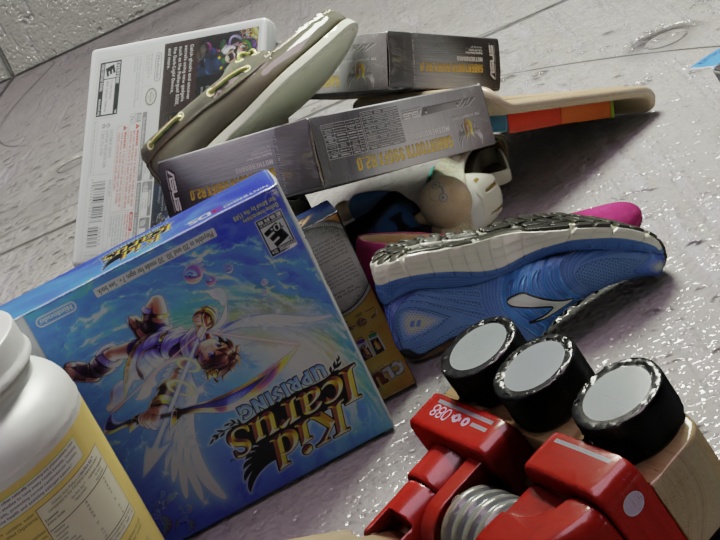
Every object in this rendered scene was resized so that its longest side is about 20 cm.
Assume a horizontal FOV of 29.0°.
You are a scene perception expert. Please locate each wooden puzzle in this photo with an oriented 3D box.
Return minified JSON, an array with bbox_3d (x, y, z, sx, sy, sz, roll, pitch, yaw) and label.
[{"bbox_3d":[0.122,-0.135,1.193,0.199,0.037,0.185,-6,6,-38],"label":"wooden puzzle"}]

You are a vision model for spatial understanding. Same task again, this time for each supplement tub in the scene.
[{"bbox_3d":[-0.199,0.139,0.772,0.145,0.201,0.146,-22,21,9],"label":"supplement tub"}]

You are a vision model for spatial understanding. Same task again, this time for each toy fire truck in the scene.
[{"bbox_3d":[0.052,0.121,0.665,0.200,0.129,0.176,-45,26,-16],"label":"toy fire truck"}]

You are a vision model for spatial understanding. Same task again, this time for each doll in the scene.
[{"bbox_3d":[0.000,0.000,1.032,0.200,0.048,0.137,-36,52,5],"label":"doll"}]

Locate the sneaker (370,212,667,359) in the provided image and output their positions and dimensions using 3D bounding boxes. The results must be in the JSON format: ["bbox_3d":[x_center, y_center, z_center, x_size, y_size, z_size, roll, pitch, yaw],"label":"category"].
[{"bbox_3d":[0.105,0.013,0.904,0.199,0.090,0.079,-10,11,-14],"label":"sneaker"}]

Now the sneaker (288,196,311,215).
[{"bbox_3d":[-0.076,-0.013,1.161,0.070,0.078,0.200,-20,21,13],"label":"sneaker"}]

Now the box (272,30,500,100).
[{"bbox_3d":[-0.002,-0.175,1.213,0.199,0.049,0.158,2,7,39],"label":"box"}]

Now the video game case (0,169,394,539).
[{"bbox_3d":[-0.104,0.064,0.867,0.199,0.182,0.045,-28,22,-5],"label":"video game case"}]

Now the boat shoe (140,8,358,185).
[{"bbox_3d":[-0.088,-0.138,1.097,0.202,0.060,0.072,-44,-15,2],"label":"boat shoe"}]

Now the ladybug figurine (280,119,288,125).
[{"bbox_3d":[-0.137,-0.067,1.231,0.201,0.072,0.136,-58,1,6],"label":"ladybug figurine"}]

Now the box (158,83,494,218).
[{"bbox_3d":[-0.022,-0.086,1.022,0.158,0.049,0.200,-10,6,42],"label":"box"}]

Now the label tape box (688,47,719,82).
[{"bbox_3d":[0.354,-0.147,1.010,0.143,0.066,0.200,-29,19,-10],"label":"label tape box"}]

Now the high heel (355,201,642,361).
[{"bbox_3d":[0.096,-0.022,0.962,0.199,0.096,0.067,-26,21,0],"label":"high heel"}]

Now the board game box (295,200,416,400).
[{"bbox_3d":[-0.080,0.060,0.914,0.199,0.136,0.035,-27,21,-5],"label":"board game box"}]

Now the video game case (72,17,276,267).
[{"bbox_3d":[-0.157,-0.105,1.175,0.181,0.023,0.201,-6,73,26],"label":"video game case"}]

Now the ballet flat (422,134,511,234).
[{"bbox_3d":[0.089,-0.069,1.128,0.062,0.068,0.200,-10,25,15],"label":"ballet flat"}]
